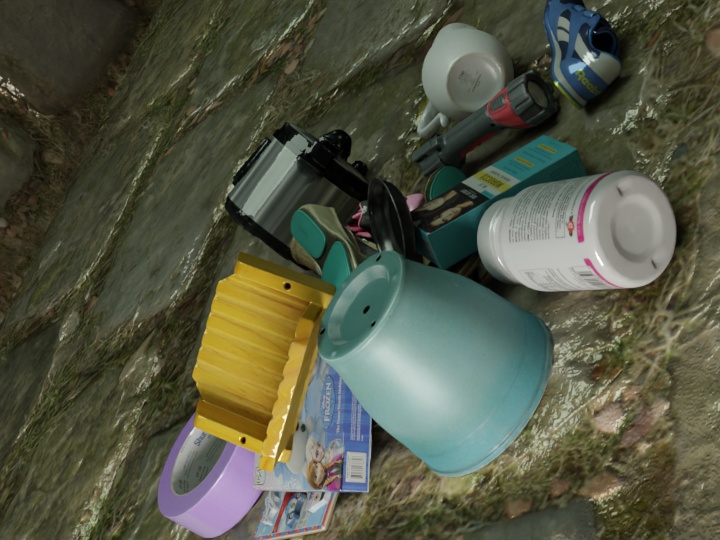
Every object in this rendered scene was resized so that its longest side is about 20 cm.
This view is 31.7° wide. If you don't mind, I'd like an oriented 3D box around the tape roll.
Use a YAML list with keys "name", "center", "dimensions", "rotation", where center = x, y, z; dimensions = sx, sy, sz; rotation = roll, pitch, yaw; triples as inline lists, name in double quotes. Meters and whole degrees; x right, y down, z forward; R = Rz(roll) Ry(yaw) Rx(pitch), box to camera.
- name: "tape roll"
  center: [-0.190, 0.257, 1.719]
  dimensions: [0.200, 0.066, 0.200]
  rotation: [-41, 28, 27]

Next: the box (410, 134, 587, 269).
- name: "box"
  center: [0.152, -0.079, 1.435]
  dimensions: [0.200, 0.049, 0.082]
  rotation: [-30, 25, -10]

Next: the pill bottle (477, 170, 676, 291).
- name: "pill bottle"
  center: [0.214, -0.036, 1.293]
  dimensions: [0.200, 0.113, 0.114]
  rotation: [-4, 55, 59]

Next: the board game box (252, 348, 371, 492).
- name: "board game box"
  center: [-0.057, 0.161, 1.501]
  dimensions: [0.199, 0.043, 0.201]
  rotation: [-15, 70, 55]

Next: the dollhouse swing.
- name: "dollhouse swing"
  center: [-0.126, 0.103, 1.403]
  dimensions: [0.176, 0.181, 0.201]
  rotation: [-12, -60, -70]

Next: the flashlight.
- name: "flashlight"
  center: [0.161, -0.180, 1.628]
  dimensions: [0.200, 0.068, 0.068]
  rotation: [-35, 2, 41]

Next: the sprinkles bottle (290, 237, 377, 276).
- name: "sprinkles bottle"
  center: [0.000, 0.000, 1.587]
  dimensions: [0.200, 0.068, 0.068]
  rotation: [31, 86, 38]

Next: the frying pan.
- name: "frying pan"
  center: [0.046, -0.016, 1.416]
  dimensions: [0.115, 0.031, 0.191]
  rotation: [115, 139, -67]

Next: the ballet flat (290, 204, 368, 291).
- name: "ballet flat"
  center: [-0.022, -0.016, 1.519]
  dimensions: [0.070, 0.069, 0.200]
  rotation: [-48, 41, 15]

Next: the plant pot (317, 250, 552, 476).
- name: "plant pot"
  center: [0.064, 0.084, 1.325]
  dimensions: [0.200, 0.188, 0.200]
  rotation: [-42, 28, 28]

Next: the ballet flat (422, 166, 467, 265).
- name: "ballet flat"
  center: [0.103, -0.054, 1.585]
  dimensions: [0.071, 0.071, 0.200]
  rotation: [-41, 28, 29]

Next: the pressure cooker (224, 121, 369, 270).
- name: "pressure cooker"
  center: [-0.081, -0.123, 1.876]
  dimensions: [0.200, 0.178, 0.176]
  rotation: [-52, 39, 6]

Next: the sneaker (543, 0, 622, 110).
- name: "sneaker"
  center: [0.276, -0.283, 1.549]
  dimensions: [0.082, 0.074, 0.200]
  rotation: [-36, 38, 32]

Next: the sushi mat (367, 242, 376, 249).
- name: "sushi mat"
  center: [-0.010, 0.012, 1.762]
  dimensions: [0.200, 0.012, 0.096]
  rotation: [-43, 26, 26]

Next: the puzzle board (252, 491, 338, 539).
- name: "puzzle board"
  center: [-0.062, 0.236, 1.569]
  dimensions: [0.151, 0.017, 0.201]
  rotation: [-25, 39, 49]

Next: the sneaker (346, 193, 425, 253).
- name: "sneaker"
  center: [0.030, -0.058, 1.597]
  dimensions: [0.200, 0.095, 0.079]
  rotation: [96, 175, -81]

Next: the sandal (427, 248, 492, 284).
- name: "sandal"
  center: [0.137, -0.016, 1.466]
  dimensions: [0.080, 0.054, 0.200]
  rotation: [-15, 25, 52]

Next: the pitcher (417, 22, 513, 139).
- name: "pitcher"
  center: [0.131, -0.248, 1.732]
  dimensions: [0.200, 0.121, 0.172]
  rotation: [-107, 39, -73]
